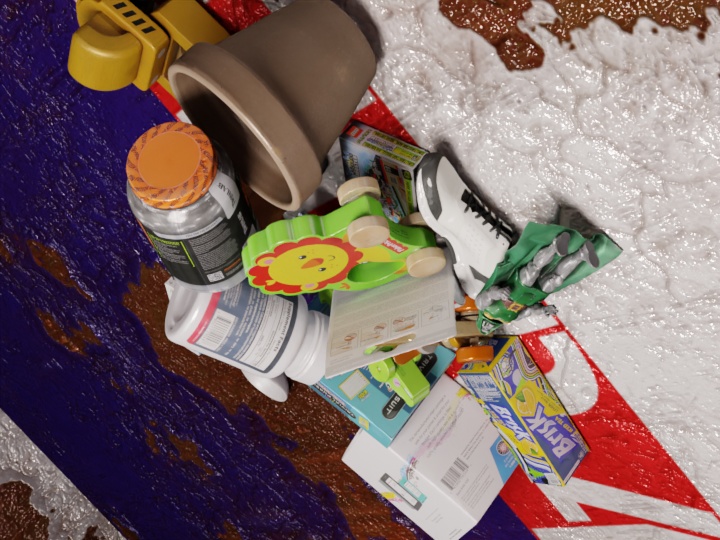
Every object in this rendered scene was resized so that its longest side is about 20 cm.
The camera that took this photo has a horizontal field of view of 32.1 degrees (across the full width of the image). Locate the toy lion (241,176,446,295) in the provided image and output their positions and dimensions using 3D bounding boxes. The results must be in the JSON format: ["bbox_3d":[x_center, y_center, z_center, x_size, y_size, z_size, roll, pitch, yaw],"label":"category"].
[{"bbox_3d":[-0.028,-0.019,1.413,0.190,0.070,0.199,-27,151,26],"label":"toy lion"}]

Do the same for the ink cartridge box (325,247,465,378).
[{"bbox_3d":[0.042,0.060,1.441,0.158,0.201,0.048,-19,117,12],"label":"ink cartridge box"}]

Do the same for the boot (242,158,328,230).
[{"bbox_3d":[-0.167,-0.106,1.547,0.187,0.201,0.069,36,156,9],"label":"boot"}]

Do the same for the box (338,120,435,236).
[{"bbox_3d":[0.036,-0.079,1.509,0.109,0.035,0.202,26,147,27],"label":"box"}]

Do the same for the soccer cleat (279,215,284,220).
[{"bbox_3d":[-0.145,-0.075,1.629,0.202,0.084,0.069,58,175,15],"label":"soccer cleat"}]

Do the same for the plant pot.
[{"bbox_3d":[-0.076,-0.193,1.332,0.200,0.174,0.201,43,165,14],"label":"plant pot"}]

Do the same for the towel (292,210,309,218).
[{"bbox_3d":[0.000,0.000,1.618,0.199,0.024,0.147,36,173,10],"label":"towel"}]

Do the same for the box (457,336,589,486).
[{"bbox_3d":[0.210,0.181,1.601,0.064,0.070,0.201,-2,128,52],"label":"box"}]

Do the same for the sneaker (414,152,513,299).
[{"bbox_3d":[0.128,-0.056,1.411,0.079,0.074,0.201,-8,130,35],"label":"sneaker"}]

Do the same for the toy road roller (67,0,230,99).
[{"bbox_3d":[-0.263,-0.264,1.513,0.199,0.146,0.123,41,151,3],"label":"toy road roller"}]

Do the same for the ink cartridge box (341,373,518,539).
[{"bbox_3d":[0.102,0.254,1.749,0.199,0.147,0.146,39,151,6],"label":"ink cartridge box"}]

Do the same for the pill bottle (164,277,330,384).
[{"bbox_3d":[-0.132,0.066,1.564,0.198,0.121,0.119,25,157,-24],"label":"pill bottle"}]

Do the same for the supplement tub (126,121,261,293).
[{"bbox_3d":[-0.184,-0.069,1.381,0.122,0.123,0.201,30,161,20],"label":"supplement tub"}]

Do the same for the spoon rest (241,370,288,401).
[{"bbox_3d":[-0.157,0.150,2.013,0.099,0.061,0.201,31,148,18],"label":"spoon rest"}]

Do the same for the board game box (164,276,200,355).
[{"bbox_3d":[-0.178,0.001,1.702,0.034,0.200,0.135,27,147,24],"label":"board game box"}]

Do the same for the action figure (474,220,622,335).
[{"bbox_3d":[0.184,0.019,1.378,0.117,0.055,0.200,19,146,-18],"label":"action figure"}]

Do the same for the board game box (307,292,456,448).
[{"bbox_3d":[0.004,0.115,1.678,0.199,0.151,0.047,38,157,8],"label":"board game box"}]

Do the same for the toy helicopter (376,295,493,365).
[{"bbox_3d":[0.067,0.080,1.563,0.132,0.196,0.080,139,128,-78],"label":"toy helicopter"}]

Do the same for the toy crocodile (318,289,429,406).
[{"bbox_3d":[0.016,0.092,1.633,0.201,0.067,0.062,49,141,7],"label":"toy crocodile"}]
